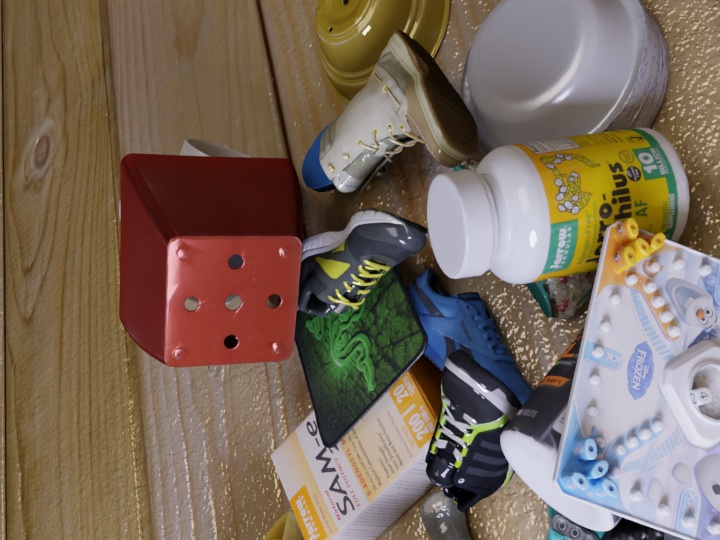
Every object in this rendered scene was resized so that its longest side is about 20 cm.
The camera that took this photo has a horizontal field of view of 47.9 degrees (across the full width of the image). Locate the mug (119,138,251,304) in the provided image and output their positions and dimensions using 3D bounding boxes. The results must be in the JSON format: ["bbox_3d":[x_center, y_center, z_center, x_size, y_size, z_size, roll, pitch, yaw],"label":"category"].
[{"bbox_3d":[-0.202,-0.063,1.013,0.148,0.196,0.179,-118,49,-73],"label":"mug"}]

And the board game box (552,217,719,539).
[{"bbox_3d":[0.249,0.086,0.570,0.026,0.196,0.204,122,167,-72],"label":"board game box"}]

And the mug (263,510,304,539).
[{"bbox_3d":[-0.092,0.369,0.834,0.149,0.186,0.154,45,132,11],"label":"mug"}]

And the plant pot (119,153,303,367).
[{"bbox_3d":[-0.150,0.000,0.867,0.176,0.195,0.204,-133,45,-60],"label":"plant pot"}]

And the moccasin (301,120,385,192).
[{"bbox_3d":[0.017,-0.152,0.933,0.198,0.068,0.082,-34,65,29],"label":"moccasin"}]

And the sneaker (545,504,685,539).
[{"bbox_3d":[0.213,0.208,0.645,0.121,0.083,0.202,45,108,30],"label":"sneaker"}]

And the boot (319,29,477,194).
[{"bbox_3d":[0.030,-0.131,0.814,0.155,0.071,0.202,-47,39,24],"label":"boot"}]

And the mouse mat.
[{"bbox_3d":[-0.009,0.063,0.845,0.161,0.007,0.202,-49,35,21],"label":"mouse mat"}]

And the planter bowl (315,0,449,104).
[{"bbox_3d":[0.005,-0.309,0.979,0.197,0.083,0.205,-14,67,37],"label":"planter bowl"}]

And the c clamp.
[{"bbox_3d":[-0.017,0.030,0.900,0.171,0.027,0.203,-46,35,32],"label":"c clamp"}]

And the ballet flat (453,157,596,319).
[{"bbox_3d":[0.161,-0.041,0.783,0.063,0.076,0.202,-27,61,-2],"label":"ballet flat"}]

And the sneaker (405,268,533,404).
[{"bbox_3d":[0.108,0.068,0.786,0.200,0.065,0.079,41,100,41],"label":"sneaker"}]

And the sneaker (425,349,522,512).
[{"bbox_3d":[0.093,0.151,0.691,0.083,0.202,0.071,-40,51,-18],"label":"sneaker"}]

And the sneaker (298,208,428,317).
[{"bbox_3d":[0.000,0.000,0.819,0.199,0.073,0.087,-20,57,56],"label":"sneaker"}]

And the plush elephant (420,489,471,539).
[{"bbox_3d":[0.046,0.316,0.702,0.166,0.153,0.201,-51,50,16],"label":"plush elephant"}]

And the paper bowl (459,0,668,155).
[{"bbox_3d":[0.182,-0.193,0.777,0.198,0.103,0.206,-14,68,39],"label":"paper bowl"}]

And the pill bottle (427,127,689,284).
[{"bbox_3d":[0.160,-0.052,0.675,0.113,0.195,0.116,171,90,-74],"label":"pill bottle"}]

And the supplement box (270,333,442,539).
[{"bbox_3d":[0.010,0.182,0.830,0.200,0.073,0.127,-48,51,20],"label":"supplement box"}]

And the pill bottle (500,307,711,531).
[{"bbox_3d":[0.206,0.090,0.632,0.105,0.107,0.200,27,64,42],"label":"pill bottle"}]
